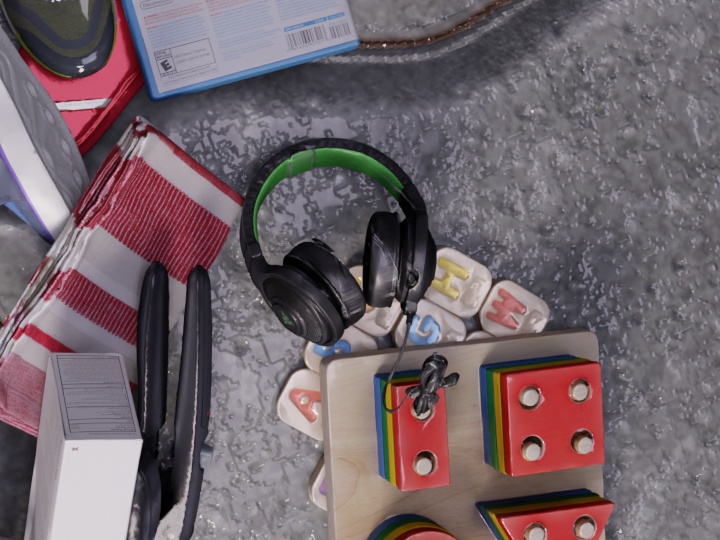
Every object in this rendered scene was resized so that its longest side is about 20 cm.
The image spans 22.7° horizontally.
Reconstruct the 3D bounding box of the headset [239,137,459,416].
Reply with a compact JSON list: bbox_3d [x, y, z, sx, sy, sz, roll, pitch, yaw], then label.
[{"bbox_3d":[0.000,0.000,1.149,0.123,0.094,0.201,-21,71,-16],"label":"headset"}]

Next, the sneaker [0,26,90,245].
[{"bbox_3d":[-0.268,-0.078,1.101,0.146,0.081,0.201,-26,107,13],"label":"sneaker"}]

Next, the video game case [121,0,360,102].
[{"bbox_3d":[-0.094,-0.223,1.151,0.142,0.018,0.202,-16,89,-13],"label":"video game case"}]

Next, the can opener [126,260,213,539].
[{"bbox_3d":[-0.121,0.091,1.143,0.063,0.079,0.202,8,105,-12],"label":"can opener"}]

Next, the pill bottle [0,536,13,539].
[{"bbox_3d":[-0.313,0.196,1.090,0.198,0.112,0.113,17,89,-17],"label":"pill bottle"}]

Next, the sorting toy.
[{"bbox_3d":[0.081,0.151,1.209,0.198,0.070,0.201,-5,97,-18],"label":"sorting toy"}]

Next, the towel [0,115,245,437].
[{"bbox_3d":[-0.153,0.017,1.124,0.201,0.023,0.144,-59,151,-5],"label":"towel"}]

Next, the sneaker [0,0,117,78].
[{"bbox_3d":[-0.200,-0.216,1.100,0.073,0.081,0.202,-18,93,-7],"label":"sneaker"}]

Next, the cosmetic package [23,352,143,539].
[{"bbox_3d":[-0.173,0.154,1.096,0.050,0.083,0.201,2,125,-17],"label":"cosmetic package"}]

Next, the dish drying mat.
[{"bbox_3d":[-0.155,-0.162,1.157,0.077,0.018,0.200,40,83,-13],"label":"dish drying mat"}]

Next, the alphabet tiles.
[{"bbox_3d":[0.049,0.090,1.237,0.195,0.015,0.201,30,86,-16],"label":"alphabet tiles"}]
